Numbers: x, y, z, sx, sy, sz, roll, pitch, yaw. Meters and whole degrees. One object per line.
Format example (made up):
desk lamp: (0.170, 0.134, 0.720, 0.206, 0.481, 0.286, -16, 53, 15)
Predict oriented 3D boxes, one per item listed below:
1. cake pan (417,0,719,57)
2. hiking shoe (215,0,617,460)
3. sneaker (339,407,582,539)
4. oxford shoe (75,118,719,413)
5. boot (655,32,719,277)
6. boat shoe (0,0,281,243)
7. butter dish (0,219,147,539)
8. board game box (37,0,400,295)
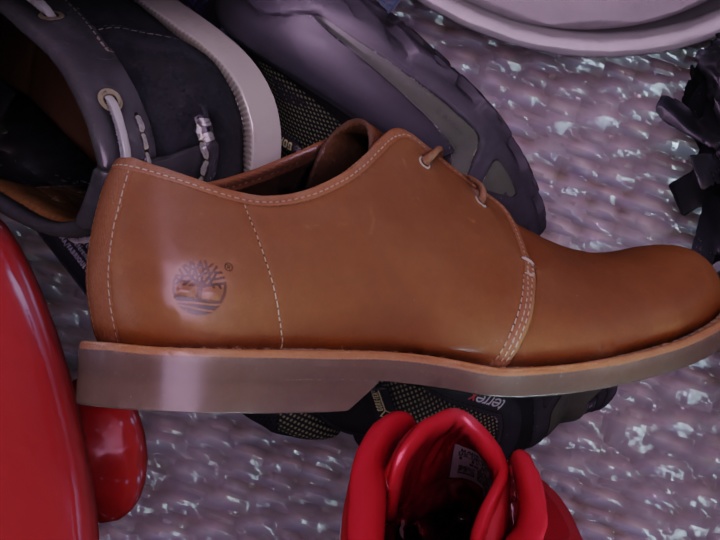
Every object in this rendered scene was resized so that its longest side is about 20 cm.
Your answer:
cake pan: (0.070, -0.161, 0.921, 0.199, 0.037, 0.201, 0, 83, -4)
hiking shoe: (0.000, 0.000, 0.829, 0.101, 0.076, 0.200, -39, 132, -7)
sneaker: (0.034, 0.076, 0.774, 0.078, 0.200, 0.116, 14, 117, 3)
oxford shoe: (0.020, -0.002, 0.756, 0.200, 0.071, 0.072, 0, 90, -38)
boot: (0.193, -0.008, 0.867, 0.198, 0.073, 0.163, -7, 50, -7)
boat shoe: (-0.112, -0.065, 0.797, 0.200, 0.072, 0.068, 32, 37, 33)
butter dish: (-0.130, 0.058, 0.825, 0.147, 0.199, 0.201, -8, 81, -29)
board game box: (-0.052, -0.124, 0.869, 0.200, 0.062, 0.200, -41, 74, 9)
